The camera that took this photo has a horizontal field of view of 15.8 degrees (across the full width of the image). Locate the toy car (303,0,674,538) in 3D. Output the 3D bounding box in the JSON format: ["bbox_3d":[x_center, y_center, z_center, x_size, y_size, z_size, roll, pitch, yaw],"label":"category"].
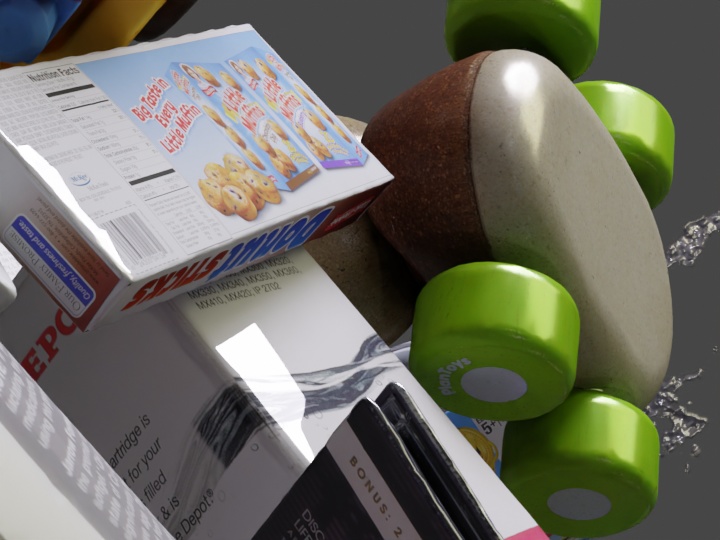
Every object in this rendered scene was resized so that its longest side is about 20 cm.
[{"bbox_3d":[0.000,0.000,0.920,0.158,0.199,0.165,53,35,-47],"label":"toy car"}]

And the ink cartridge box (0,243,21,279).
[{"bbox_3d":[-0.175,-0.040,1.004,0.200,0.086,0.146,49,26,18],"label":"ink cartridge box"}]

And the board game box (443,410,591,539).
[{"bbox_3d":[0.006,0.131,1.075,0.056,0.199,0.196,55,0,13],"label":"board game box"}]

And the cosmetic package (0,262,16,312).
[{"bbox_3d":[-0.172,-0.020,0.702,0.071,0.101,0.200,45,3,-32],"label":"cosmetic package"}]

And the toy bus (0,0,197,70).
[{"bbox_3d":[-0.079,-0.141,0.766,0.135,0.200,0.192,37,22,-14],"label":"toy bus"}]

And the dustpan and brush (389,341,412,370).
[{"bbox_3d":[-0.021,0.050,1.035,0.057,0.199,0.141,19,67,-51],"label":"dustpan and brush"}]

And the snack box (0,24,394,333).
[{"bbox_3d":[-0.053,-0.032,0.749,0.072,0.024,0.200,46,21,8],"label":"snack box"}]

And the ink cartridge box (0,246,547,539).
[{"bbox_3d":[-0.039,0.091,0.806,0.200,0.145,0.084,50,32,18],"label":"ink cartridge box"}]

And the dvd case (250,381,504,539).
[{"bbox_3d":[0.000,0.142,0.620,0.149,0.016,0.200,56,-43,20],"label":"dvd case"}]

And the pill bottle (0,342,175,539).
[{"bbox_3d":[-0.098,0.059,0.477,0.200,0.111,0.111,51,-1,-21],"label":"pill bottle"}]
